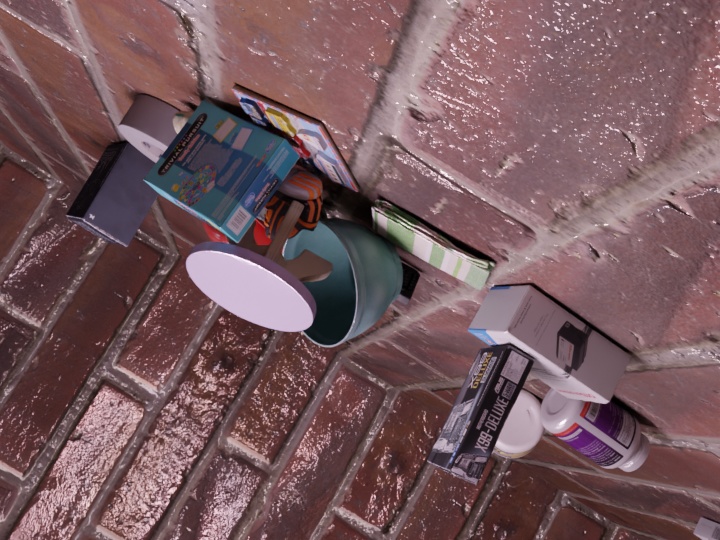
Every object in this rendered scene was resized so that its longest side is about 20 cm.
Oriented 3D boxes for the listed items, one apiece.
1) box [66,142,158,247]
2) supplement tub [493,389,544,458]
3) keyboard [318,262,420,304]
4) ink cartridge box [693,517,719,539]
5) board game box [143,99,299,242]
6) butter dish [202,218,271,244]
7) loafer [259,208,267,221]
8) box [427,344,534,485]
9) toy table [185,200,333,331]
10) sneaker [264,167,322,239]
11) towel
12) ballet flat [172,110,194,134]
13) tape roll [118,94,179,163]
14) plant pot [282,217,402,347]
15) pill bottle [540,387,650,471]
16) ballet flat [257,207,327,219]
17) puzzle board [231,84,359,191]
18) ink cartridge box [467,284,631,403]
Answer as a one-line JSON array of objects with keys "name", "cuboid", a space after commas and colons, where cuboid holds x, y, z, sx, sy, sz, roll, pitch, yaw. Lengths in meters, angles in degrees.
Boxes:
[{"name": "box", "cuboid": [-0.549, -0.173, 2.150, 0.123, 0.202, 0.196, 33, 170, -25]}, {"name": "supplement tub", "cuboid": [0.351, 0.357, 2.203, 0.143, 0.146, 0.200, 28, 169, 13]}, {"name": "keyboard", "cuboid": [0.000, 0.000, 1.631, 0.198, 0.128, 0.021, 27, 142, -1]}, {"name": "ink cartridge box", "cuboid": [0.928, 0.686, 2.344, 0.199, 0.051, 0.109, 37, 168, -24]}, {"name": "board game box", "cuboid": [-0.201, -0.146, 1.364, 0.199, 0.152, 0.047, 30, 170, 39]}, {"name": "butter dish", "cuboid": [-0.230, -0.063, 1.831, 0.199, 0.148, 0.200, 42, -179, -43]}, {"name": "loafer", "cuboid": [-0.127, -0.114, 1.574, 0.200, 0.069, 0.076, -137, 37, -61]}, {"name": "box", "cuboid": [0.178, 0.214, 1.430, 0.049, 0.202, 0.158, 27, 171, -5]}, {"name": "toy table", "cuboid": [-0.141, -0.010, 1.388, 0.199, 0.118, 0.183, 36, 137, -15]}, {"name": "sneaker", "cuboid": [-0.146, -0.111, 1.436, 0.199, 0.077, 0.113, 29, 132, 26]}, {"name": "towel", "cuboid": [0.106, -0.037, 1.438, 0.198, 0.024, 0.153, 29, 170, 6]}, {"name": "ballet flat", "cuboid": [-0.243, -0.196, 1.576, 0.062, 0.068, 0.201, 20, 155, 37]}, {"name": "tape roll", "cuboid": [-0.325, -0.222, 1.672, 0.199, 0.067, 0.200, 31, 170, 6]}, {"name": "plant pot", "cuboid": [-0.017, 0.009, 1.514, 0.133, 0.203, 0.199, -12, -160, -38]}, {"name": "pill bottle", "cuboid": [0.434, 0.287, 1.744, 0.199, 0.113, 0.112, 35, 169, -17]}, {"name": "ballet flat", "cuboid": [-0.111, -0.103, 1.661, 0.199, 0.075, 0.074, 25, 168, 39]}, {"name": "puzzle board", "cuboid": [-0.090, -0.180, 1.344, 0.149, 0.018, 0.200, 27, 169, 23]}, {"name": "ink cartridge box", "cuboid": [0.283, 0.110, 1.436, 0.199, 0.084, 0.145, 34, 169, -12]}]
